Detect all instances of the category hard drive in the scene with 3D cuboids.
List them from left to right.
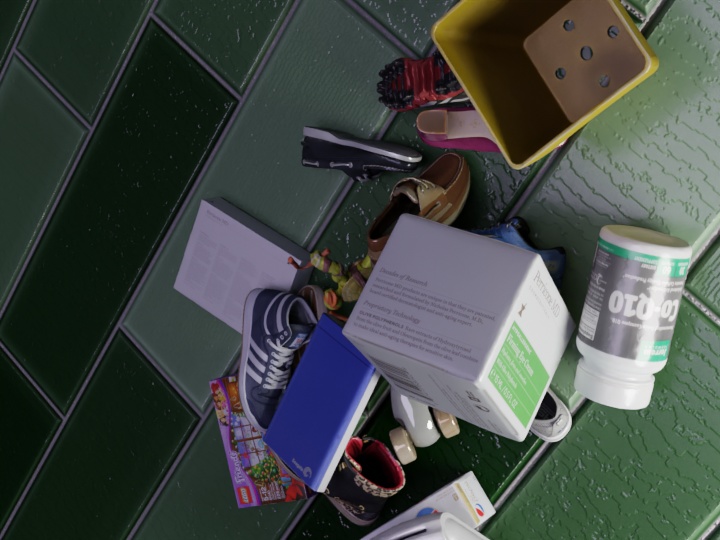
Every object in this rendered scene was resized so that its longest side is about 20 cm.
[{"bbox_3d":[-0.051,0.177,1.576,0.131,0.025,0.202,34,103,44],"label":"hard drive"}]

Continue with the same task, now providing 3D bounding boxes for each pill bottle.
[{"bbox_3d":[0.324,0.055,1.401,0.112,0.113,0.203,17,106,28],"label":"pill bottle"}]

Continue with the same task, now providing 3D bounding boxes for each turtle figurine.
[{"bbox_3d":[0.000,0.000,1.567,0.161,0.200,0.065,-41,47,5],"label":"turtle figurine"}]

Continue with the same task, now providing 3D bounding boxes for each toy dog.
[{"bbox_3d":[0.065,0.160,1.590,0.129,0.096,0.204,-5,84,4],"label":"toy dog"}]

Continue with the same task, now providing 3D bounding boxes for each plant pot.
[{"bbox_3d":[0.239,-0.259,1.371,0.199,0.176,0.202,-37,77,30],"label":"plant pot"}]

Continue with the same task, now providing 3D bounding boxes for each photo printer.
[{"bbox_3d":[0.093,0.395,1.537,0.165,0.200,0.070,-29,44,23],"label":"photo printer"}]

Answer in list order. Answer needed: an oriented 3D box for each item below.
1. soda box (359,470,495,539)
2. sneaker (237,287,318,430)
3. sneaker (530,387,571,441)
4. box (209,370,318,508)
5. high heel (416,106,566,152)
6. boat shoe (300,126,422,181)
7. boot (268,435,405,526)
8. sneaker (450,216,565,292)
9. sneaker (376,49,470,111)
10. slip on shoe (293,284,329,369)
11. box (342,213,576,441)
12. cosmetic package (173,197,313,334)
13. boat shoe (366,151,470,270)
[{"bbox_3d":[0.088,0.359,1.616,0.199,0.063,0.069,-38,78,29],"label":"soda box"},{"bbox_3d":[-0.113,0.127,1.632,0.107,0.069,0.204,-1,90,42],"label":"sneaker"},{"bbox_3d":[0.193,0.136,1.500,0.199,0.082,0.075,36,81,15],"label":"sneaker"},{"bbox_3d":[-0.146,0.251,1.759,0.135,0.039,0.203,-14,89,33],"label":"box"},{"bbox_3d":[0.171,-0.184,1.512,0.197,0.096,0.069,11,92,9],"label":"high heel"},{"bbox_3d":[-0.001,-0.153,1.598,0.198,0.075,0.061,20,106,40],"label":"boat shoe"},{"bbox_3d":[-0.032,0.265,1.620,0.200,0.073,0.151,43,148,3],"label":"boot"},{"bbox_3d":[0.178,-0.033,1.509,0.198,0.078,0.091,22,97,20],"label":"sneaker"},{"bbox_3d":[0.102,-0.248,1.519,0.199,0.097,0.072,-4,88,55],"label":"sneaker"},{"bbox_3d":[-0.055,0.121,1.674,0.075,0.060,0.204,-4,92,50],"label":"slip on shoe"},{"bbox_3d":[0.124,0.070,1.403,0.198,0.199,0.173,17,72,32],"label":"box"},{"bbox_3d":[-0.175,0.003,1.735,0.199,0.051,0.153,31,113,24],"label":"cosmetic package"},{"bbox_3d":[0.075,-0.082,1.493,0.075,0.201,0.074,14,147,36],"label":"boat shoe"}]
